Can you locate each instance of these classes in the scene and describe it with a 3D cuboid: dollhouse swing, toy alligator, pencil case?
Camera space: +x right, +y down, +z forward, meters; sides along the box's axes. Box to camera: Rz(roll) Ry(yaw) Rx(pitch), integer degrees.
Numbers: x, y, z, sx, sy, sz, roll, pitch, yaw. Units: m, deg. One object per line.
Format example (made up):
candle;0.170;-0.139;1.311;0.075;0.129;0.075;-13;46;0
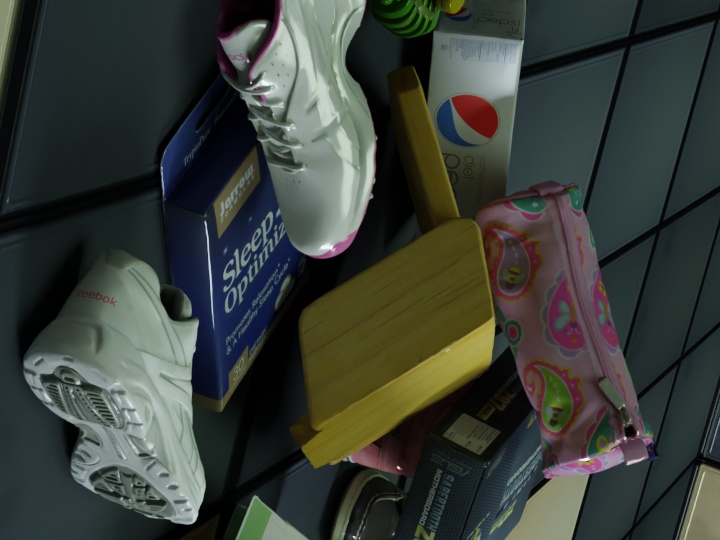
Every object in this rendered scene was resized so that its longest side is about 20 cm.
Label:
dollhouse swing;0.000;0.000;1.437;0.181;0.177;0.200;-31;170;-3
toy alligator;0.020;-0.178;1.351;0.200;0.059;0.055;22;87;-72
pencil case;0.140;0.042;1.520;0.087;0.087;0.202;10;63;-72

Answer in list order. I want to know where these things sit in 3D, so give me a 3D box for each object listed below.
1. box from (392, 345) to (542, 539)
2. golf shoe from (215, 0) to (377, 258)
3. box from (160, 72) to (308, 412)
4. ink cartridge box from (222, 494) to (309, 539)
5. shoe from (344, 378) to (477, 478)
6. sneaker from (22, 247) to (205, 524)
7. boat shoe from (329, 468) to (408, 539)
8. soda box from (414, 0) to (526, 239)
box;0.083;0.150;1.589;0.200;0.051;0.159;-39;151;-58
golf shoe;-0.043;-0.102;1.194;0.091;0.075;0.202;-16;108;-42
box;-0.070;-0.027;1.281;0.201;0.032;0.121;88;27;-46
ink cartridge box;-0.089;0.225;1.451;0.146;0.048;0.200;-68;160;-12
shoe;0.057;0.065;1.652;0.072;0.090;0.201;76;36;-60
sneaker;-0.111;0.062;1.177;0.201;0.077;0.100;81;29;-57
boat shoe;0.029;0.203;1.752;0.074;0.064;0.200;-69;161;-2
soda box;0.076;-0.099;1.567;0.068;0.063;0.201;-81;177;-51
